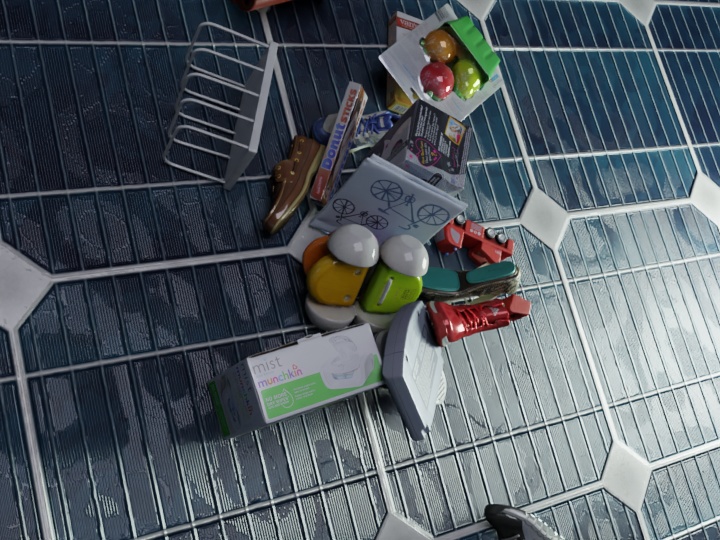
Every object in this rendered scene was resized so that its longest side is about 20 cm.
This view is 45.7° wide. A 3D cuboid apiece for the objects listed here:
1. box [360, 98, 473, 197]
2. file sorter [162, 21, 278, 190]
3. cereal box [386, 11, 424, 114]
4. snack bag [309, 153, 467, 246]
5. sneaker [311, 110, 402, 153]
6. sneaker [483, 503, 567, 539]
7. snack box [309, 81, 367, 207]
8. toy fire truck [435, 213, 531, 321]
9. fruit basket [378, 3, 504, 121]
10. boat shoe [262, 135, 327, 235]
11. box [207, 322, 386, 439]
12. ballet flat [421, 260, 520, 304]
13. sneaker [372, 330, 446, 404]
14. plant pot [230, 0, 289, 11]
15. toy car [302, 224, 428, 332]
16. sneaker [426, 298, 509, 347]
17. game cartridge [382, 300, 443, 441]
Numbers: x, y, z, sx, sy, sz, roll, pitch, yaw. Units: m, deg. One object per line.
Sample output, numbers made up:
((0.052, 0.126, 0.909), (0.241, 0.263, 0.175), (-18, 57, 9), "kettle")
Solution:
((0.079, -0.161, 1.415), (0.114, 0.200, 0.133), (24, 57, -17), "box")
((-0.222, -0.257, 1.331), (0.123, 0.139, 0.202), (16, 65, -20), "file sorter")
((0.119, -0.378, 1.616), (0.143, 0.039, 0.202), (13, 67, -26), "cereal box")
((0.042, -0.090, 1.379), (0.187, 0.200, 0.022), (24, 51, -20), "snack bag")
((0.013, -0.251, 1.485), (0.198, 0.088, 0.076), (-4, 76, -28), "sneaker")
((0.270, 0.464, 1.370), (0.199, 0.075, 0.116), (33, 62, -15), "sneaker")
((-0.035, -0.205, 1.408), (0.024, 0.072, 0.202), (19, 87, 10), "snack box")
((0.217, -0.005, 1.527), (0.198, 0.049, 0.142), (22, 64, -19), "toy fire truck")
((0.150, -0.365, 1.567), (0.200, 0.094, 0.186), (-42, 97, -20), "fruit basket")
((-0.118, -0.142, 1.388), (0.067, 0.072, 0.201), (31, 54, -9), "boat shoe")
((-0.093, 0.157, 1.224), (0.198, 0.176, 0.098), (-13, 80, -32), "box")
((0.176, 0.031, 1.466), (0.198, 0.076, 0.068), (-6, 39, 4), "ballet flat")
((0.061, 0.156, 1.374), (0.200, 0.079, 0.079), (42, 50, -38), "sneaker")
((-0.138, -0.546, 1.460), (0.194, 0.201, 0.202), (-28, 86, -24), "plant pot")
((0.000, 0.000, 1.363), (0.198, 0.176, 0.150), (9, 31, -25), "toy car")
((0.177, 0.070, 1.378), (0.114, 0.200, 0.079), (-19, 86, 12), "sneaker")
((0.079, 0.137, 1.267), (0.134, 0.041, 0.200), (63, 23, -22), "game cartridge")
